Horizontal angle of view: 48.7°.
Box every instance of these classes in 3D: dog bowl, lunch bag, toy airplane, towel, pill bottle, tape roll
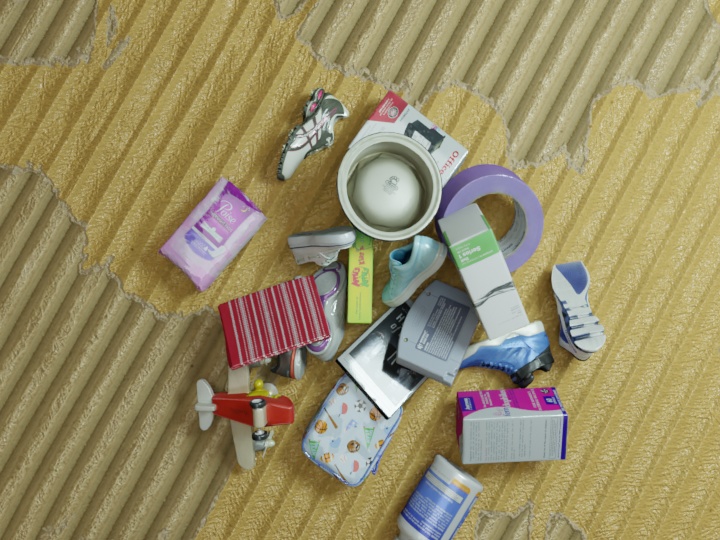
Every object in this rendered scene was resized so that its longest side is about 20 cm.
[{"bbox_3d":[0.049,-0.148,1.476,0.195,0.074,0.205,1,81,-7],"label":"dog bowl"},{"bbox_3d":[-0.014,0.310,1.543,0.159,0.076,0.202,33,86,0],"label":"lunch bag"},{"bbox_3d":[-0.219,0.255,1.528,0.200,0.140,0.201,49,122,15],"label":"toy airplane"},{"bbox_3d":[-0.164,0.096,1.491,0.196,0.023,0.147,-18,58,-3],"label":"towel"},{"bbox_3d":[0.138,0.466,1.514,0.111,0.112,0.202,33,87,2],"label":"pill bottle"},{"bbox_3d":[0.244,-0.095,1.525,0.195,0.085,0.204,-2,111,-4],"label":"tape roll"}]

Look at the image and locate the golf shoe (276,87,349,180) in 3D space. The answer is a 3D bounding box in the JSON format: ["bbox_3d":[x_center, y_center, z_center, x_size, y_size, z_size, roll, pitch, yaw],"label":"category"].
[{"bbox_3d":[-0.099,-0.260,1.578,0.087,0.077,0.203,29,87,-5],"label":"golf shoe"}]

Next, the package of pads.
[{"bbox_3d":[-0.288,-0.070,1.565,0.120,0.076,0.201,41,87,0],"label":"package of pads"}]

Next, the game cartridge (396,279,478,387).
[{"bbox_3d":[0.148,0.115,1.521,0.131,0.041,0.201,25,55,9],"label":"game cartridge"}]

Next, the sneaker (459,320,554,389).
[{"bbox_3d":[0.281,0.183,1.548,0.196,0.077,0.113,-18,77,-8],"label":"sneaker"}]

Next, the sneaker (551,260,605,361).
[{"bbox_3d":[0.413,0.092,1.556,0.079,0.116,0.203,-5,57,-2],"label":"sneaker"}]

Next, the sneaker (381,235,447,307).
[{"bbox_3d":[0.080,-0.007,1.501,0.081,0.200,0.075,28,45,-15],"label":"sneaker"}]

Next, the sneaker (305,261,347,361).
[{"bbox_3d":[-0.065,0.082,1.563,0.073,0.100,0.204,2,64,19],"label":"sneaker"}]

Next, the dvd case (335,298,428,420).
[{"bbox_3d":[0.069,0.164,1.538,0.200,0.025,0.151,-41,86,-24],"label":"dvd case"}]

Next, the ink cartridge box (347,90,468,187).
[{"bbox_3d":[0.094,-0.231,1.571,0.199,0.083,0.147,37,87,2],"label":"ink cartridge box"}]

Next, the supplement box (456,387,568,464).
[{"bbox_3d":[0.284,0.295,1.515,0.195,0.102,0.105,-4,113,0],"label":"supplement box"}]

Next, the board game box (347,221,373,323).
[{"bbox_3d":[0.000,0.000,1.547,0.046,0.102,0.205,2,86,0],"label":"board game box"}]

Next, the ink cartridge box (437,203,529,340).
[{"bbox_3d":[0.221,0.002,1.436,0.083,0.147,0.203,-23,111,6],"label":"ink cartridge box"}]

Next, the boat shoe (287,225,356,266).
[{"bbox_3d":[-0.067,-0.043,1.522,0.073,0.199,0.068,-21,102,-31],"label":"boat shoe"}]

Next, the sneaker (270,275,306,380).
[{"bbox_3d":[-0.145,0.110,1.557,0.080,0.077,0.205,3,84,9],"label":"sneaker"}]
